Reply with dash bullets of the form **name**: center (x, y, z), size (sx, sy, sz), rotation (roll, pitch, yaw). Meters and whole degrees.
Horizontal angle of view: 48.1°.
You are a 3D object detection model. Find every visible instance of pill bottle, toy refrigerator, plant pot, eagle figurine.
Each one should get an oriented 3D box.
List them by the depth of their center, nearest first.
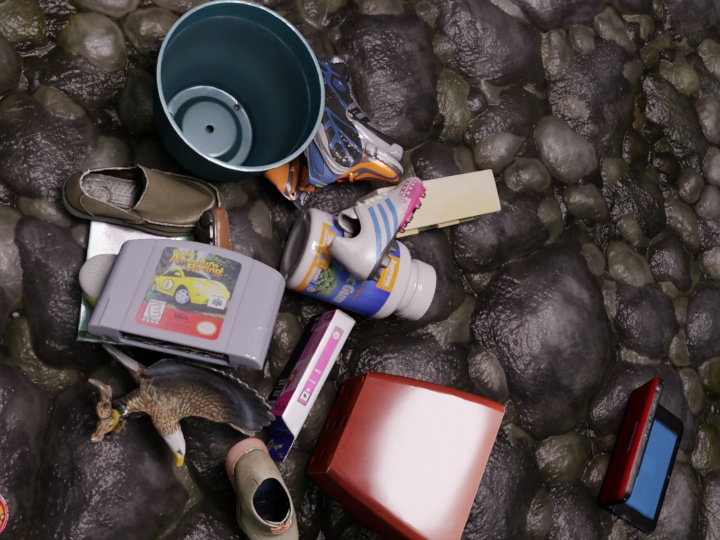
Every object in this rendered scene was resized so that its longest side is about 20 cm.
- **eagle figurine**: center (-0.211, 0.157, 0.958), size (0.197, 0.152, 0.153), rotation (-14, 128, -11)
- **plant pot**: center (-0.169, -0.197, 0.999), size (0.197, 0.187, 0.204), rotation (4, 79, -24)
- **plant pot**: center (0.042, 0.236, 1.045), size (0.174, 0.200, 0.202), rotation (26, 71, -8)
- **pill bottle**: center (0.000, 0.000, 1.094), size (0.198, 0.112, 0.114), rotation (20, 74, -21)
- **toy refrigerator**: center (0.101, -0.092, 1.177), size (0.197, 0.076, 0.071), rotation (-12, 88, -27)

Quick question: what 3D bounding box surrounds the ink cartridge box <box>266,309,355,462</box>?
- **ink cartridge box**: center (-0.079, 0.147, 1.044), size (0.037, 0.094, 0.202), rotation (31, 70, -17)

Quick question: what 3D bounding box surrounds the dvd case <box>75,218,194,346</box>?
- **dvd case**: center (-0.273, -0.005, 1.015), size (0.144, 0.022, 0.203), rotation (9, 79, -24)

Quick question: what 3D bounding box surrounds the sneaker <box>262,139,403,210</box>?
- **sneaker**: center (-0.047, -0.128, 1.103), size (0.197, 0.078, 0.114), rotation (18, 81, 5)

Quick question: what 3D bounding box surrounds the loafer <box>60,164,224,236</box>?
- **loafer**: center (-0.259, -0.086, 0.983), size (0.197, 0.069, 0.077), rotation (1, 81, -25)

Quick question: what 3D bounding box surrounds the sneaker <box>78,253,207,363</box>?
- **sneaker**: center (-0.248, 0.058, 0.970), size (0.198, 0.105, 0.076), rotation (30, 64, 13)

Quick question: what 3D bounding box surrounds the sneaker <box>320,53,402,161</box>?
- **sneaker**: center (-0.016, -0.235, 1.141), size (0.198, 0.075, 0.115), rotation (24, 76, -18)

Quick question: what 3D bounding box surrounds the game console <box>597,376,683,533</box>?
- **game console**: center (0.465, 0.295, 1.275), size (0.117, 0.173, 0.202), rotation (22, 71, 7)

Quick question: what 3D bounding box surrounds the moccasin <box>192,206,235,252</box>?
- **moccasin**: center (-0.161, 0.019, 1.017), size (0.077, 0.073, 0.205), rotation (-20, 105, -32)

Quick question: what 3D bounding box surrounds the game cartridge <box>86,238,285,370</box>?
- **game cartridge**: center (-0.190, 0.031, 0.909), size (0.197, 0.041, 0.134), rotation (12, 52, 1)

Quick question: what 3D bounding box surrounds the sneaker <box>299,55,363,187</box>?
- **sneaker**: center (-0.055, -0.197, 1.038), size (0.075, 0.077, 0.202), rotation (17, 48, -33)

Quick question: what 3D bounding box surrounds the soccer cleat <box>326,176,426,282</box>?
- **soccer cleat**: center (0.022, -0.072, 1.034), size (0.086, 0.070, 0.201), rotation (32, 44, -2)

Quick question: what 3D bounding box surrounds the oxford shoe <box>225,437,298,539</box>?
- **oxford shoe**: center (-0.112, 0.298, 0.979), size (0.070, 0.074, 0.202), rotation (-29, 128, -17)

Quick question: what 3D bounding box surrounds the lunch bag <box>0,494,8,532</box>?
- **lunch bag**: center (-0.476, 0.236, 0.847), size (0.201, 0.082, 0.176), rotation (49, 65, -11)
